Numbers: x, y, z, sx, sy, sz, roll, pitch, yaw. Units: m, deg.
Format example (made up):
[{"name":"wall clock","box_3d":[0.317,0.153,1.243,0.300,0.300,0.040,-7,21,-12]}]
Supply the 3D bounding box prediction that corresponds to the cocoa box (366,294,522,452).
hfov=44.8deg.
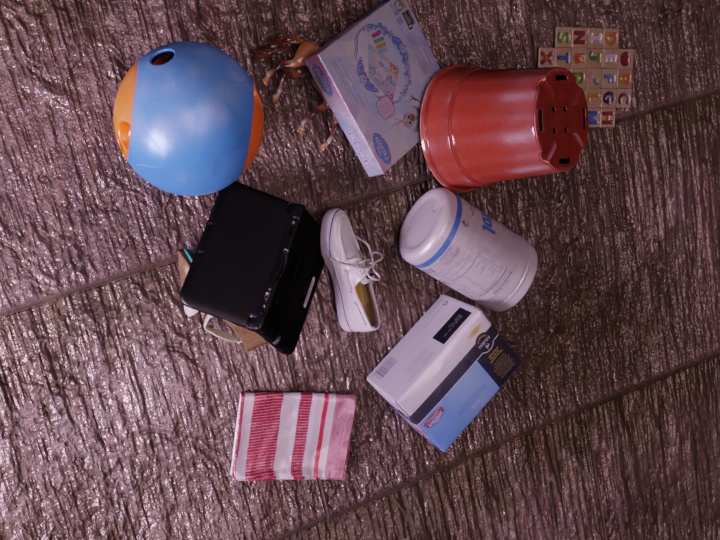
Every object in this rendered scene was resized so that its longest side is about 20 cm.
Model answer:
[{"name":"cocoa box","box_3d":[0.136,0.164,1.428,0.200,0.133,0.131,-47,113,-8]}]

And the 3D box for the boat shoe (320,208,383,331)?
[{"name":"boat shoe","box_3d":[-0.002,0.003,1.354,0.074,0.085,0.205,-30,115,-51]}]

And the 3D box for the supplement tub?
[{"name":"supplement tub","box_3d":[0.172,-0.033,1.408,0.198,0.132,0.133,28,89,-25]}]

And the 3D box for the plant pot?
[{"name":"plant pot","box_3d":[0.227,-0.221,1.326,0.199,0.194,0.204,-4,96,-45]}]

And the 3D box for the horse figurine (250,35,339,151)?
[{"name":"horse figurine","box_3d":[-0.069,-0.278,1.303,0.200,0.050,0.133,45,73,-19]}]

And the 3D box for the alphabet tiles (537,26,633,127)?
[{"name":"alphabet tiles","box_3d":[0.389,-0.332,1.509,0.197,0.006,0.169,-5,101,-22]}]

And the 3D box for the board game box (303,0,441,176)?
[{"name":"board game box","box_3d":[0.037,-0.282,1.323,0.199,0.043,0.202,-43,114,-31]}]

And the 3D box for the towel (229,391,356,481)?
[{"name":"towel","box_3d":[-0.106,0.268,1.409,0.197,0.023,0.147,5,97,-23]}]

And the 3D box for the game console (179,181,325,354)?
[{"name":"game console","box_3d":[-0.150,-0.002,1.300,0.176,0.115,0.203,49,55,-57]}]

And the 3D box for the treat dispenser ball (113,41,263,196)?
[{"name":"treat dispenser ball","box_3d":[-0.229,-0.202,1.171,0.198,0.200,0.204,-4,102,-21]}]

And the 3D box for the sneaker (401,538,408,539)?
[{"name":"sneaker","box_3d":[0.049,0.563,1.500,0.098,0.071,0.203,-4,105,-27]}]

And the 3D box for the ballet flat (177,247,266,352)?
[{"name":"ballet flat","box_3d":[-0.217,0.054,1.307,0.072,0.068,0.200,-42,118,7]}]
